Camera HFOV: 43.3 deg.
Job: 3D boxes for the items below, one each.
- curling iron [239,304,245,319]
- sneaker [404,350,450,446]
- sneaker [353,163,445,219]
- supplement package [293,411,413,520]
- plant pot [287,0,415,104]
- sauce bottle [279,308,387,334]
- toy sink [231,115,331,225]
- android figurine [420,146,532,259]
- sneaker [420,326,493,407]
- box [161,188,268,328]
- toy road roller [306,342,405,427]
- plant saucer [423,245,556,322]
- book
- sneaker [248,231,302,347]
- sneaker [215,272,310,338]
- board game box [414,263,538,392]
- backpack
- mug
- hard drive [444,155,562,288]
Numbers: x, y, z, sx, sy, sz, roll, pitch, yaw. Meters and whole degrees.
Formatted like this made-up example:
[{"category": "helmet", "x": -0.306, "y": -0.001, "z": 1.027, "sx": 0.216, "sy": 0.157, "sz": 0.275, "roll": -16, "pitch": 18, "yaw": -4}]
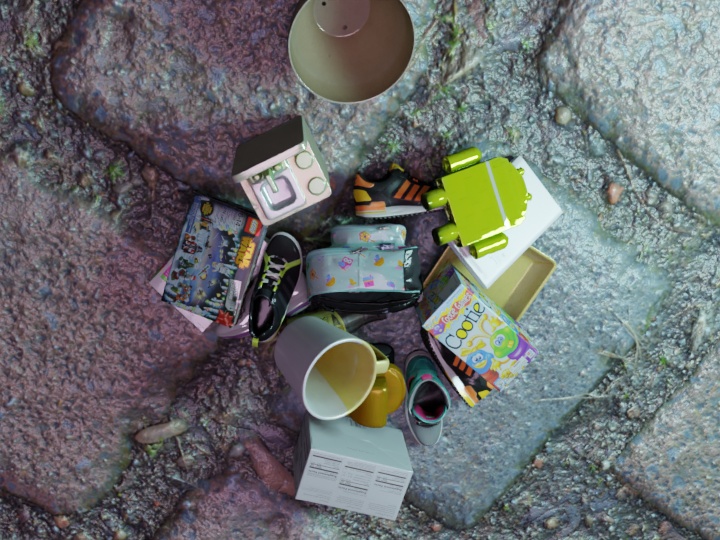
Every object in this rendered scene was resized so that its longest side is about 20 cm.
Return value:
[{"category": "curling iron", "x": -0.254, "y": -0.002, "z": 1.580, "sx": 0.049, "sy": 0.026, "sz": 0.203, "roll": -22, "pitch": 102, "yaw": -10}, {"category": "sneaker", "x": 0.128, "y": 0.267, "z": 1.713, "sx": 0.082, "sy": 0.121, "sz": 0.203, "roll": -10, "pitch": 112, "yaw": -1}, {"category": "sneaker", "x": 0.084, "y": -0.143, "z": 1.572, "sx": 0.197, "sy": 0.070, "sz": 0.092, "roll": -9, "pitch": 96, "yaw": -8}, {"category": "supplement package", "x": -0.019, "y": 0.365, "z": 1.719, "sx": 0.197, "sy": 0.156, "sz": 0.112, "roll": 16, "pitch": 107, "yaw": -11}, {"category": "plant pot", "x": -0.022, "y": -0.387, "z": 1.429, "sx": 0.197, "sy": 0.135, "sz": 0.202, "roll": -6, "pitch": 131, "yaw": -6}, {"category": "sauce bottle", "x": -0.050, "y": 0.095, "z": 1.661, "sx": 0.197, "sy": 0.066, "sz": 0.067, "roll": -18, "pitch": 112, "yaw": 2}, {"category": "toy sink", "x": -0.126, "y": -0.158, "z": 1.484, "sx": 0.129, "sy": 0.200, "sz": 0.113, "roll": -26, "pitch": 111, "yaw": 4}, {"category": "android figurine", "x": 0.203, "y": -0.118, "z": 1.542, "sx": 0.198, "sy": 0.041, "sz": 0.185, "roll": -22, "pitch": 96, "yaw": -16}, {"category": "sneaker", "x": 0.189, "y": 0.161, "z": 1.713, "sx": 0.089, "sy": 0.070, "sz": 0.201, "roll": -35, "pitch": 112, "yaw": -4}, {"category": "box", "x": -0.247, "y": -0.020, "z": 1.544, "sx": 0.135, "sy": 0.040, "sz": 0.203, "roll": 20, "pitch": 103, "yaw": 3}, {"category": "toy road roller", "x": -0.015, "y": 0.217, "z": 1.667, "sx": 0.196, "sy": 0.146, "sz": 0.125, "roll": 0, "pitch": 111, "yaw": -5}, {"category": "plant saucer", "x": 0.225, "y": 0.013, "z": 1.664, "sx": 0.198, "sy": 0.049, "sz": 0.201, "roll": 29, "pitch": 106, "yaw": -16}, {"category": "book", "x": -0.263, "y": -0.009, "z": 1.613, "sx": 0.133, "sy": 0.048, "sz": 0.200, "roll": 42, "pitch": 101, "yaw": -16}, {"category": "sneaker", "x": -0.148, "y": 0.033, "z": 1.557, "sx": 0.071, "sy": 0.083, "sz": 0.203, "roll": 12, "pitch": 91, "yaw": 5}, {"category": "sneaker", "x": -0.181, "y": 0.055, "z": 1.643, "sx": 0.198, "sy": 0.075, "sz": 0.101, "roll": -27, "pitch": 88, "yaw": 8}, {"category": "board game box", "x": 0.204, "y": 0.101, "z": 1.614, "sx": 0.199, "sy": 0.105, "sz": 0.103, "roll": 39, "pitch": 103, "yaw": -18}, {"category": "backpack", "x": 0.000, "y": 0.000, "z": 1.566, "sx": 0.197, "sy": 0.176, "sz": 0.156, "roll": -9, "pitch": 82, "yaw": -2}, {"category": "mug", "x": -0.062, "y": 0.162, "z": 1.567, "sx": 0.186, "sy": 0.153, "sz": 0.150, "roll": 38, "pitch": 87, "yaw": -41}, {"category": "hard drive", "x": 0.248, "y": -0.085, "z": 1.592, "sx": 0.200, "sy": 0.025, "sz": 0.132, "roll": -43, "pitch": 102, "yaw": -12}]
